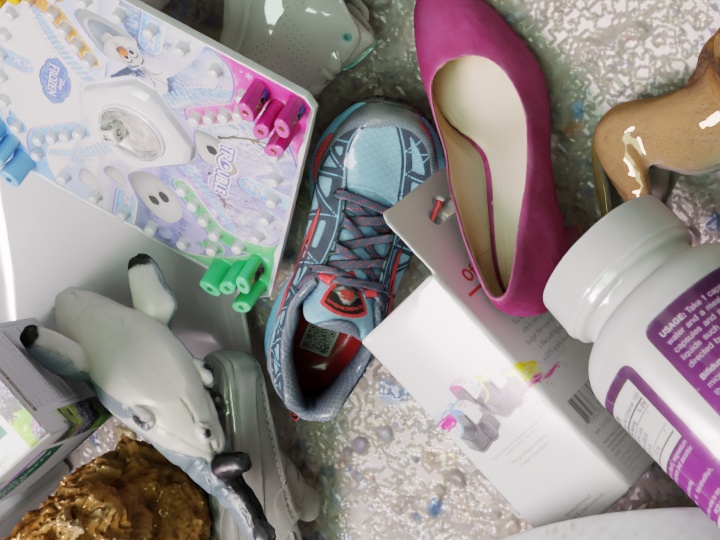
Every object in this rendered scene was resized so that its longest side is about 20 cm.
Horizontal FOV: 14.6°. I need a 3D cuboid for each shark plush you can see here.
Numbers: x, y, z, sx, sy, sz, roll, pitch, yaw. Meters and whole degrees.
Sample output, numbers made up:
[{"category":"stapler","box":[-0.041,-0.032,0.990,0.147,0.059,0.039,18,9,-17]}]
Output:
[{"category":"shark plush","box":[-0.107,0.075,1.628,0.200,0.091,0.083,37,156,15]}]

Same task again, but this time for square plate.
[{"category":"square plate","box":[-0.159,-0.022,1.690,0.198,0.028,0.200,1,107,21]}]

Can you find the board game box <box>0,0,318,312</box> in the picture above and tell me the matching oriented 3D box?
[{"category":"board game box","box":[-0.128,-0.077,1.569,0.200,0.026,0.200,29,147,8]}]

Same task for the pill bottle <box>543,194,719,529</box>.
[{"category":"pill bottle","box":[0.189,0.057,1.445,0.200,0.112,0.112,48,119,21]}]

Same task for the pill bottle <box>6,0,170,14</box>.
[{"category":"pill bottle","box":[-0.150,-0.249,1.565,0.113,0.113,0.200,14,111,18]}]

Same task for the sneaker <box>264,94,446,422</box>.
[{"category":"sneaker","box":[0.000,0.000,1.588,0.079,0.096,0.200,12,117,-7]}]

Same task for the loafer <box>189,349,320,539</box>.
[{"category":"loafer","box":[-0.061,0.135,1.678,0.070,0.070,0.200,36,136,53]}]

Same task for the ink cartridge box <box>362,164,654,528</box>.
[{"category":"ink cartridge box","box":[0.081,0.044,1.563,0.200,0.115,0.068,48,121,3]}]

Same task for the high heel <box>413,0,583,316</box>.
[{"category":"high heel","box":[0.063,-0.069,1.529,0.067,0.096,0.200,-21,82,27]}]

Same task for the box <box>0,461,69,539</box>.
[{"category":"box","box":[-0.313,0.119,1.755,0.200,0.106,0.152,45,117,4]}]

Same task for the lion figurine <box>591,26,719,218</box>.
[{"category":"lion figurine","box":[0.182,-0.075,1.510,0.200,0.072,0.123,-24,93,29]}]

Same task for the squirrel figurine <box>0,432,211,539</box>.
[{"category":"squirrel figurine","box":[-0.177,0.196,1.640,0.142,0.186,0.200,41,136,42]}]

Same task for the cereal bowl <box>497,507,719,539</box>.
[{"category":"cereal bowl","box":[0.153,0.195,1.532,0.200,0.200,0.083,-16,66,26]}]

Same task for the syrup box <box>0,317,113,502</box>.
[{"category":"syrup box","box":[-0.210,0.083,1.610,0.079,0.200,0.081,-42,88,5]}]

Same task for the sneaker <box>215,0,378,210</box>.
[{"category":"sneaker","box":[-0.034,-0.120,1.588,0.088,0.075,0.200,8,109,7]}]
